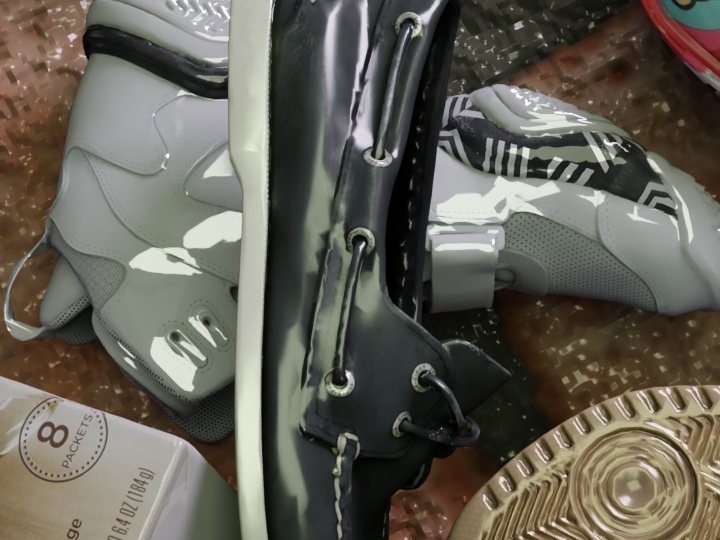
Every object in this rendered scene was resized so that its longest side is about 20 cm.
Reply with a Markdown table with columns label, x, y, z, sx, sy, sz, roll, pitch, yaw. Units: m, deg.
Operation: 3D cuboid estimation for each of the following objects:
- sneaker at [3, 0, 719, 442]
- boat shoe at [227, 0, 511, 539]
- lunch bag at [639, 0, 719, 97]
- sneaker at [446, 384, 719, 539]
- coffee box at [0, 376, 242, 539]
| label | x | y | z | sx | sy | sz | roll | pitch | yaw |
| --- | --- | --- | --- | --- | --- | --- | --- | --- | --- |
| sneaker | 0.000 | 0.000 | 0.780 | 0.199 | 0.075 | 0.115 | 21 | 78 | 7 |
| boat shoe | 0.005 | 0.017 | 0.703 | 0.066 | 0.075 | 0.200 | -4 | 76 | 8 |
| lunch bag | 0.187 | -0.103 | 0.751 | 0.176 | 0.082 | 0.200 | 38 | 103 | -13 |
| sneaker | 0.115 | 0.059 | 0.752 | 0.200 | 0.109 | 0.070 | -23 | 77 | -7 |
| coffee box | -0.139 | 0.077 | 0.717 | 0.200 | 0.080 | 0.115 | 16 | 74 | 22 |
